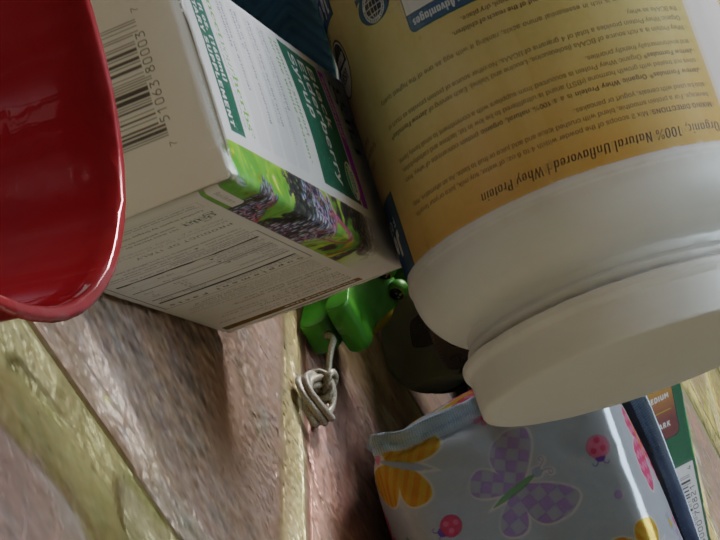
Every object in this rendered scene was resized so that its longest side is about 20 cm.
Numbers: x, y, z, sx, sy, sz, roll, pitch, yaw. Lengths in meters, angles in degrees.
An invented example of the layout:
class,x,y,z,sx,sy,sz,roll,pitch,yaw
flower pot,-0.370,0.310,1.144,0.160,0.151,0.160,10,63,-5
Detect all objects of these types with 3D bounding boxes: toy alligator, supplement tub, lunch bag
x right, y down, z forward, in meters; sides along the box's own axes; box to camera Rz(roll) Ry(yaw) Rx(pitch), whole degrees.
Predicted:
class,x,y,z,sx,sy,sz,roll,pitch,yaw
toy alligator,0.000,0.000,1.035,0.059,0.054,0.200,59,14,-28
supplement tub,0.072,-0.057,0.862,0.145,0.144,0.201,30,41,-70
lunch bag,0.087,0.128,1.018,0.200,0.126,0.170,60,9,-83

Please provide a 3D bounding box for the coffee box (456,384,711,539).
class,x,y,z,sx,sy,sz,roll,pitch,yaw
coffee box,0.099,0.058,1.118,0.044,0.123,0.201,-20,101,-38

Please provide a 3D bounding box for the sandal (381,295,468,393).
class,x,y,z,sx,sy,sz,roll,pitch,yaw
sandal,0.047,0.011,1.051,0.201,0.057,0.080,140,-49,-58

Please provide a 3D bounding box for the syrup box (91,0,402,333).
class,x,y,z,sx,sy,sz,roll,pitch,yaw
syrup box,-0.056,-0.037,0.803,0.200,0.081,0.079,24,47,-71

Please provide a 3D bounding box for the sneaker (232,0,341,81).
class,x,y,z,sx,sy,sz,roll,pitch,yaw
sneaker,-0.038,-0.126,0.947,0.081,0.076,0.201,-49,137,-60

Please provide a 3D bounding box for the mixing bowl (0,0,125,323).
class,x,y,z,sx,sy,sz,roll,pitch,yaw
mixing bowl,-0.138,-0.064,0.438,0.201,0.108,0.200,60,15,-27
